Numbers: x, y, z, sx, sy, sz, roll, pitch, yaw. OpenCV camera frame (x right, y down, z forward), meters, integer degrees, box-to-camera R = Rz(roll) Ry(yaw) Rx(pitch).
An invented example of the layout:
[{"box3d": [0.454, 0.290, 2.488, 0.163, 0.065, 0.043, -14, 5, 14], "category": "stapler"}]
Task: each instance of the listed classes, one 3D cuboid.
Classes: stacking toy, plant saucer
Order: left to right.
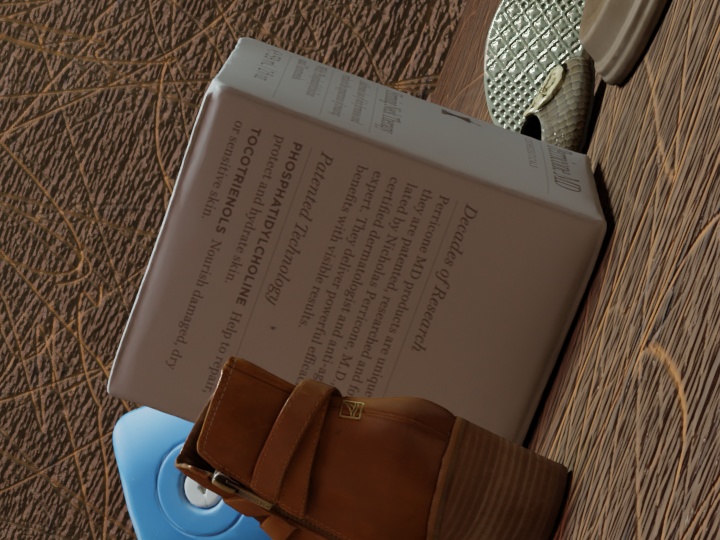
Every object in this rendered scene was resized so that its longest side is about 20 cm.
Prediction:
[{"box3d": [-0.061, 0.128, 1.598, 0.200, 0.110, 0.116, -1, -106, -71], "category": "stacking toy"}, {"box3d": [0.160, -0.197, 1.351, 0.200, 0.029, 0.200, -160, 90, -88], "category": "plant saucer"}]

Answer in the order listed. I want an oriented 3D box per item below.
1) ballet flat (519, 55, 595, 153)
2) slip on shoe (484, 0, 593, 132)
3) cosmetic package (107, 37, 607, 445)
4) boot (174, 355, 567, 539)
[{"box3d": [0.087, -0.033, 1.426, 0.067, 0.046, 0.200, 125, 165, -78], "category": "ballet flat"}, {"box3d": [0.129, -0.173, 1.550, 0.061, 0.074, 0.200, 19, -96, -58], "category": "slip on shoe"}, {"box3d": [0.000, 0.000, 1.276, 0.167, 0.200, 0.166, -81, 11, -76], "category": "cosmetic package"}, {"box3d": [-0.011, 0.117, 1.104, 0.200, 0.155, 0.077, 113, 175, -57], "category": "boot"}]
